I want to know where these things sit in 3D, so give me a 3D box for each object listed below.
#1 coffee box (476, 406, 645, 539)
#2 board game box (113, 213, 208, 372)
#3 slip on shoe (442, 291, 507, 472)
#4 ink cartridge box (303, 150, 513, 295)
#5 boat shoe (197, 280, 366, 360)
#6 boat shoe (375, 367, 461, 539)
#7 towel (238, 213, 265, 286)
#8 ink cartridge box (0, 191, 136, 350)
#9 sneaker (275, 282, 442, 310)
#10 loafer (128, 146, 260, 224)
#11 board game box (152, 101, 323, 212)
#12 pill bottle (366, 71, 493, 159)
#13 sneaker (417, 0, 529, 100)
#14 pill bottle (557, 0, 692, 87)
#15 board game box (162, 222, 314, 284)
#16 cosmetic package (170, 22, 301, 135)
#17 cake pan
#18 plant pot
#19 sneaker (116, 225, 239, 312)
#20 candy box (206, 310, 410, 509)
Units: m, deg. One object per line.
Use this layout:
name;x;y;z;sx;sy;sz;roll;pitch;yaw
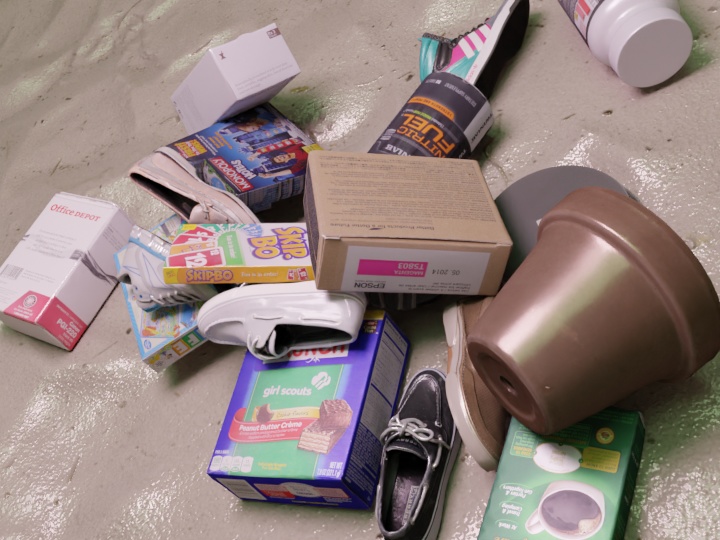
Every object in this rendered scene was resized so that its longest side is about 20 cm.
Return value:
coffee box;0.179;0.216;0.838;0.122;0.044;0.201;3;56;29
board game box;-0.231;0.016;1.160;0.134;0.034;0.200;-32;47;4
slip on shoe;0.129;0.105;0.933;0.060;0.076;0.201;-26;39;23
ink cartridge box;0.044;-0.053;0.988;0.199;0.075;0.165;3;39;-10
boat shoe;-0.089;0.062;0.989;0.199;0.072;0.069;-5;50;16
boat shoe;0.052;0.178;0.919;0.073;0.068;0.200;1;55;28
towel;-0.205;-0.019;1.225;0.171;0.048;0.200;-41;47;-8
ink cartridge box;-0.420;-0.004;1.301;0.145;0.085;0.201;13;64;35
sneaker;0.000;0.000;1.088;0.199;0.076;0.116;-2;13;-2
loafer;-0.204;-0.076;1.139;0.200;0.072;0.063;39;47;18
board game box;-0.163;-0.137;1.230;0.199;0.062;0.200;-20;42;-25
pill bottle;0.070;-0.140;1.133;0.106;0.106;0.200;22;68;38
sneaker;0.141;-0.302;1.244;0.120;0.084;0.201;21;67;27
pill bottle;0.322;-0.324;1.136;0.115;0.116;0.201;-24;47;9
board game box;-0.111;-0.020;1.020;0.199;0.030;0.096;1;32;1
cosmetic package;-0.180;-0.260;1.293;0.113;0.081;0.200;-31;7;-26
cake pan;0.218;-0.039;1.023;0.199;0.037;0.201;-15;50;18
plant pot;0.195;0.053;0.838;0.174;0.201;0.200;-37;46;-13
sneaker;-0.221;0.018;1.092;0.199;0.075;0.087;24;83;42
candy box;-0.052;0.145;0.994;0.168;0.077;0.201;-4;52;28
